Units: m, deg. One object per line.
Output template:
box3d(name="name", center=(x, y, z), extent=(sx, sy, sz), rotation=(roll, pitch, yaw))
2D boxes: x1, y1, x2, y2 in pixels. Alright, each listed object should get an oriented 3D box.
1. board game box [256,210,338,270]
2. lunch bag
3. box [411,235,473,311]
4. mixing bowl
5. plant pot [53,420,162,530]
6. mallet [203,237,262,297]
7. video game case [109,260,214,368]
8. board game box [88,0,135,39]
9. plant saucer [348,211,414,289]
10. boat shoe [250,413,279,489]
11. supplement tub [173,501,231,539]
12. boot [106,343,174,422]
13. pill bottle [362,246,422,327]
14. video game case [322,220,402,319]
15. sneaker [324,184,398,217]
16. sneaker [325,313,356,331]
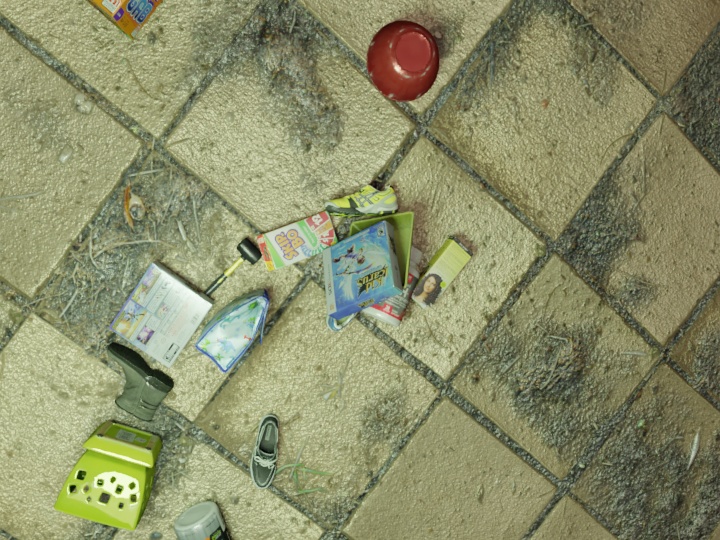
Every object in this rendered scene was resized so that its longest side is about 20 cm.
box3d(name="board game box", center=(-0.161, -0.076, 1.565), extent=(0.196, 0.030, 0.098), rotation=(-21, 100, -12))
box3d(name="lunch bag", center=(-0.298, 0.133, 1.505), extent=(0.127, 0.170, 0.201), rotation=(41, 87, -11))
box3d(name="box", center=(0.212, 0.008, 1.636), extent=(0.075, 0.050, 0.201), rotation=(38, 89, -12))
box3d(name="mixing bowl", center=(0.120, -0.536, 1.528), extent=(0.195, 0.108, 0.205), rotation=(-1, 97, -10))
box3d(name="plant pot", center=(-0.599, 0.488, 1.489), extent=(0.195, 0.200, 0.185), rotation=(20, 87, -10))
box3d(name="mallet", center=(-0.344, -0.002, 1.552), extent=(0.198, 0.041, 0.066), rotation=(-37, 102, 0))
box3d(name="video game case", center=(-0.497, 0.110, 1.525), extent=(0.180, 0.045, 0.202), rotation=(36, 95, -12))
box3d(name="board game box", center=(-0.549, -0.684, 1.351), extent=(0.199, 0.200, 0.201), rotation=(38, 90, -12))
box3d(name="plant saucer", center=(0.053, -0.034, 1.533), extent=(0.048, 0.196, 0.205), rotation=(31, 60, -48))
box3d(name="boat shoe", center=(-0.248, 0.487, 1.607), extent=(0.072, 0.068, 0.204), rotation=(13, 95, -10))
box3d(name="supplement tub", center=(-0.397, 0.722, 1.583), extent=(0.120, 0.123, 0.204), rotation=(-20, 100, -6))
box3d(name="boot", center=(-0.583, 0.288, 1.533), extent=(0.199, 0.068, 0.131), rotation=(39, 95, -10))
box3d(name="pill bottle", center=(0.088, 0.034, 1.582), extent=(0.109, 0.111, 0.204), rotation=(24, 84, -11))
box3d(name="video game case", center=(0.000, 0.000, 1.487), extent=(0.197, 0.045, 0.185), rotation=(-25, 57, 27))
box3d(name="sneaker", center=(0.001, -0.180, 1.574), extent=(0.195, 0.075, 0.078), rotation=(-4, 90, -19))
box3d(name="sneaker", center=(-0.017, 0.077, 1.593), extent=(0.075, 0.077, 0.202), rotation=(31, 88, -10))
